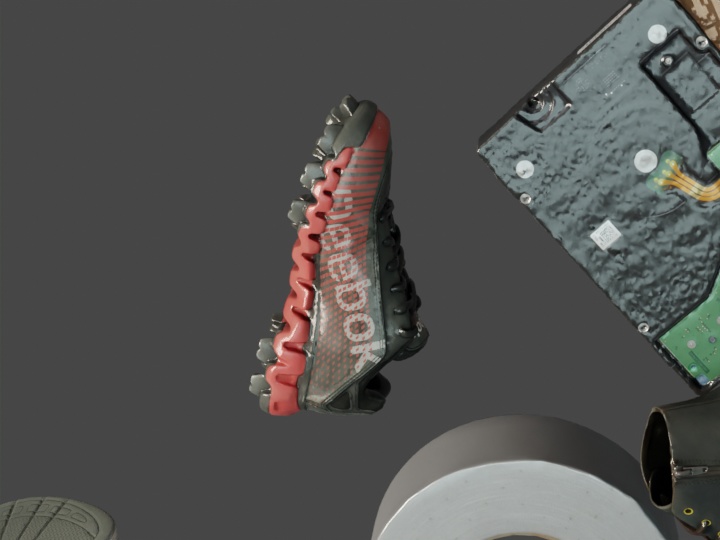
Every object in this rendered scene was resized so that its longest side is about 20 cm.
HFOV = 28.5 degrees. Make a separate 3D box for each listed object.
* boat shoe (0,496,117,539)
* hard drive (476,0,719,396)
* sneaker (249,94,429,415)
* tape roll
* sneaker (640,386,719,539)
[{"bbox_3d":[-0.243,0.201,0.927,0.200,0.075,0.065,-15,112,16],"label":"boat shoe"},{"bbox_3d":[0.181,-0.044,0.807,0.140,0.038,0.200,-42,98,18],"label":"hard drive"},{"bbox_3d":[0.000,0.000,0.828,0.097,0.071,0.203,14,112,3],"label":"sneaker"},{"bbox_3d":[0.101,0.195,0.882,0.197,0.066,0.203,3,109,7],"label":"tape roll"},{"bbox_3d":[0.224,0.156,0.834,0.105,0.075,0.203,-13,102,-11],"label":"sneaker"}]
